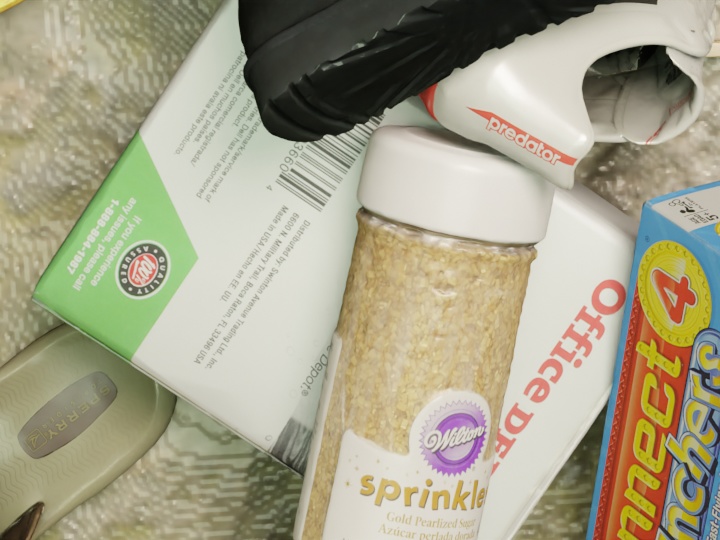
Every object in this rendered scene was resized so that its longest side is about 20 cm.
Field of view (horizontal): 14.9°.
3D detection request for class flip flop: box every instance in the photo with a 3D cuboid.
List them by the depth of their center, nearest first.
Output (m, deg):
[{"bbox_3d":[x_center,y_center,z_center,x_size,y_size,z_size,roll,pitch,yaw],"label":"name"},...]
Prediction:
[{"bbox_3d":[-0.154,0.096,1.076,0.200,0.058,0.081,-40,97,7],"label":"flip flop"}]

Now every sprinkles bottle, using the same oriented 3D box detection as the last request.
[{"bbox_3d":[0.017,0.052,0.975,0.068,0.068,0.201,11,100,-1],"label":"sprinkles bottle"}]

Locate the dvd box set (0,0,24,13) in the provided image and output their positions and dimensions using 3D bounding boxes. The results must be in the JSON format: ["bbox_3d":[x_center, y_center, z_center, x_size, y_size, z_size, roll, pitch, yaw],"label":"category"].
[{"bbox_3d":[-0.187,-0.154,1.048,0.200,0.029,0.147,-26,99,5],"label":"dvd box set"}]

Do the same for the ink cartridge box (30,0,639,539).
[{"bbox_3d":[0.000,0.000,1.043,0.200,0.084,0.146,34,99,-5],"label":"ink cartridge box"}]

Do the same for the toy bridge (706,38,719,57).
[{"bbox_3d":[0.171,-0.053,1.060,0.200,0.027,0.067,27,99,-3],"label":"toy bridge"}]

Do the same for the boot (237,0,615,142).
[{"bbox_3d":[0.018,-0.151,0.903,0.198,0.073,0.163,-26,68,17],"label":"boot"}]

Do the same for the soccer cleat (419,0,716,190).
[{"bbox_3d":[0.100,-0.087,0.984,0.085,0.200,0.069,40,133,20],"label":"soccer cleat"}]

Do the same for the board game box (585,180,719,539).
[{"bbox_3d":[0.166,0.098,0.959,0.056,0.196,0.201,-14,124,-33],"label":"board game box"}]
